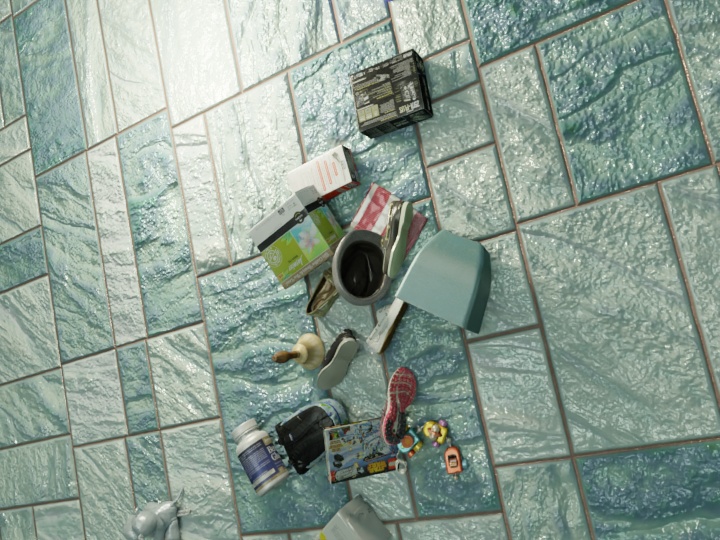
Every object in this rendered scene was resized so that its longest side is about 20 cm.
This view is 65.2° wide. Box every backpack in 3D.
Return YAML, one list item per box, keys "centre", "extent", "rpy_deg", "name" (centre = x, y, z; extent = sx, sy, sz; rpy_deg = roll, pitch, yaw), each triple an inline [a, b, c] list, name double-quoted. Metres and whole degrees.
- centre: [-0.125, 0.449, 1.593]
  extent: [0.165, 0.151, 0.201]
  rpy_deg: [55, 129, 19]
  name: "backpack"

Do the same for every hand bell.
- centre: [-0.188, 0.239, 1.584]
  extent: [0.101, 0.199, 0.108]
  rpy_deg: [0, 89, 24]
  name: "hand bell"

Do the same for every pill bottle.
- centre: [-0.304, 0.554, 1.681]
  extent: [0.110, 0.110, 0.203]
  rpy_deg: [-39, 74, 19]
  name: "pill bottle"

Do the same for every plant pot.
- centre: [0.229, 0.020, 1.400]
  extent: [0.192, 0.196, 0.205]
  rpy_deg: [23, 90, 24]
  name: "plant pot"

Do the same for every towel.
- centre: [0.074, -0.133, 1.564]
  extent: [0.198, 0.023, 0.147]
  rpy_deg: [36, 103, 22]
  name: "towel"

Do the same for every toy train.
- centre: [0.176, 0.472, 1.468]
  extent: [0.193, 0.056, 0.156]
  rpy_deg: [-7, 81, 15]
  name: "toy train"

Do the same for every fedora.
- centre: [0.000, 0.000, 1.542]
  extent: [0.171, 0.090, 0.207]
  rpy_deg: [9, 76, -14]
  name: "fedora"

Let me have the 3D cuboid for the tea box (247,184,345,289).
- centre: [-0.173, -0.094, 1.587]
  extent: [0.198, 0.134, 0.199]
  rpy_deg: [-33, 94, 26]
  name: "tea box"

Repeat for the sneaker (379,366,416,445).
- centre: [0.089, 0.357, 1.499]
  extent: [0.079, 0.075, 0.205]
  rpy_deg: [23, 69, -13]
  name: "sneaker"

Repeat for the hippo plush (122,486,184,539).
- centre: [-0.670, 0.834, 1.823]
  extent: [0.197, 0.160, 0.163]
  rpy_deg: [-28, 77, 22]
  name: "hippo plush"

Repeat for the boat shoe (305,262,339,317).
- centre: [-0.089, 0.048, 1.616]
  extent: [0.073, 0.062, 0.204]
  rpy_deg: [34, 103, 22]
  name: "boat shoe"

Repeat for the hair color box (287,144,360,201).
- centre: [-0.108, -0.266, 1.632]
  extent: [0.195, 0.063, 0.114]
  rpy_deg: [-21, 80, 25]
  name: "hair color box"

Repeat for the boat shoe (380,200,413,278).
- centre: [0.089, -0.085, 1.507]
  extent: [0.059, 0.071, 0.208]
  rpy_deg: [12, 86, 28]
  name: "boat shoe"

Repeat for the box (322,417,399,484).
- centre: [0.002, 0.478, 1.510]
  extent: [0.193, 0.040, 0.142]
  rpy_deg: [-5, 85, -17]
  name: "box"

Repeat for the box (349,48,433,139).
- centre: [0.084, -0.476, 1.531]
  extent: [0.195, 0.086, 0.170]
  rpy_deg: [-14, 83, 25]
  name: "box"

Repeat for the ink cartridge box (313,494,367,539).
- centre: [-0.041, 0.751, 1.531]
  extent: [0.144, 0.144, 0.202]
  rpy_deg: [43, 106, 19]
  name: "ink cartridge box"

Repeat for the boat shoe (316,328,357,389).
- centre: [-0.071, 0.254, 1.604]
  extent: [0.203, 0.072, 0.061]
  rpy_deg: [-63, 25, 28]
  name: "boat shoe"

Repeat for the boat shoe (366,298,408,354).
- centre: [0.072, 0.127, 1.532]
  extent: [0.068, 0.070, 0.204]
  rpy_deg: [31, 103, 20]
  name: "boat shoe"
